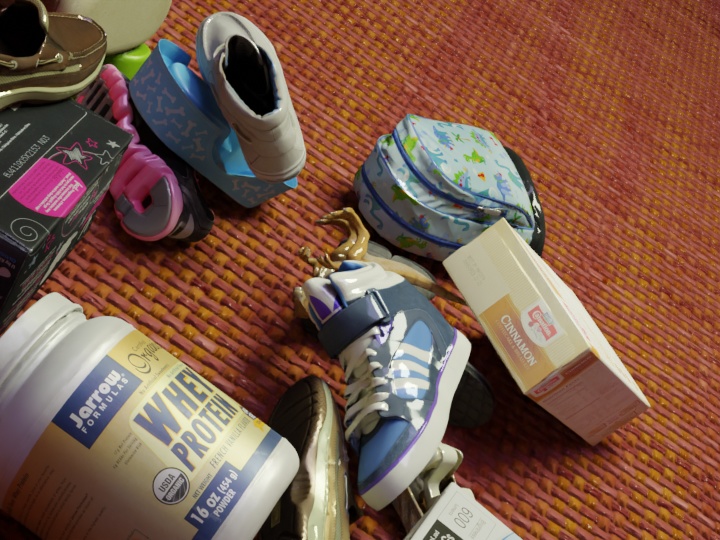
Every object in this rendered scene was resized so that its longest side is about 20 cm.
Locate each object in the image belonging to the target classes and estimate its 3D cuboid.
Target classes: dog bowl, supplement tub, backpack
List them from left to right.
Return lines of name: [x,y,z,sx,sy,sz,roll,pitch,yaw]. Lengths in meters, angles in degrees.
supplement tub: [-0.156,0.121,0.844,0.200,0.145,0.144,36,33,1]
dog bowl: [-0.137,-0.129,1.188,0.200,0.050,0.112,40,18,-47]
backpack: [0.088,-0.081,1.329,0.199,0.154,0.164,0,52,-24]

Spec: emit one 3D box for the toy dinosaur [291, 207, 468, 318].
toy dinosaur: [0.000,0.000,1.130,0.199,0.060,0.107,-11,86,-42]

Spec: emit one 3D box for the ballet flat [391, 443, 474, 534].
ballet flat: [0.062,0.181,1.029,0.068,0.067,0.200,7,42,-36]

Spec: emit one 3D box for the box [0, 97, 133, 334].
box: [-0.282,-0.053,0.976,0.132,0.115,0.200,31,32,-5]

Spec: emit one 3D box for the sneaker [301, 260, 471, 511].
sneaker: [-0.001,0.075,1.002,0.146,0.081,0.200,39,41,-8]

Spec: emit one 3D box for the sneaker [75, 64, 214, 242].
sneaker: [-0.192,-0.100,1.164,0.095,0.079,0.200,15,40,-53]

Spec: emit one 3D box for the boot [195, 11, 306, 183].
boot: [-0.098,-0.176,1.113,0.073,0.096,0.200,-22,58,-9]

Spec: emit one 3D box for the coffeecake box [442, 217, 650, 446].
coffeecake box: [0.175,0.061,1.196,0.200,0.073,0.154,38,19,-56]

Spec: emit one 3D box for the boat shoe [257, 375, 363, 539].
boat shoe: [-0.033,0.171,0.972,0.076,0.072,0.201,35,38,-27]

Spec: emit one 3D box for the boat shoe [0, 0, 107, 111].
boat shoe: [-0.251,-0.171,0.980,0.075,0.075,0.202,37,31,5]

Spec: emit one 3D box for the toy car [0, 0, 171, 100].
toy car: [-0.294,-0.287,1.230,0.200,0.165,0.158,31,32,17]

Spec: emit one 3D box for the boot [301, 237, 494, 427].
boot: [0.051,0.047,1.182,0.200,0.070,0.132,36,35,-1]

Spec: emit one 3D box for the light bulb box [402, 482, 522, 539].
light bulb box: [0.073,0.287,0.858,0.200,0.125,0.198,38,33,6]
